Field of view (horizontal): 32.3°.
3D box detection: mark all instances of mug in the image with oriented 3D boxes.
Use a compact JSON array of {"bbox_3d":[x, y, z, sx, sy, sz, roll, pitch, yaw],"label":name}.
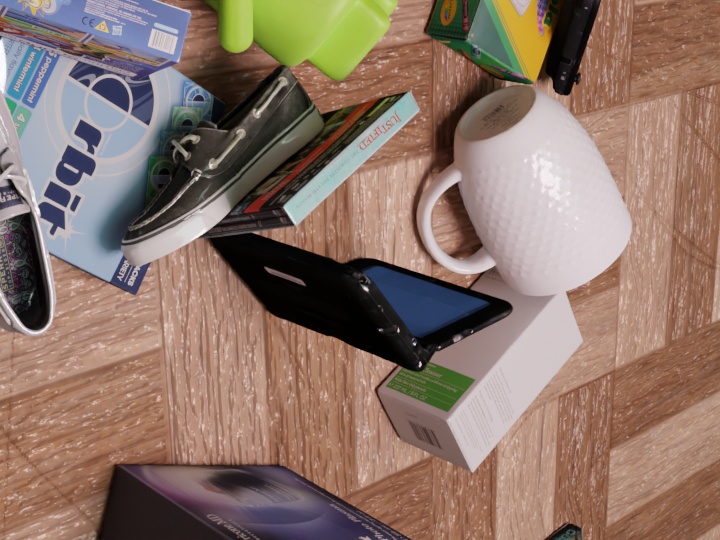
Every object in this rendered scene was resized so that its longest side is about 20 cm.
[{"bbox_3d":[0.150,-0.075,1.245,0.199,0.148,0.176,-31,120,3],"label":"mug"}]

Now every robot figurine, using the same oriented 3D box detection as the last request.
[{"bbox_3d":[-0.068,-0.239,0.955,0.199,0.116,0.176,38,34,-15],"label":"robot figurine"}]

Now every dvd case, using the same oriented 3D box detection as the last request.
[{"bbox_3d":[-0.056,-0.080,0.989,0.146,0.199,0.022,-45,111,-26],"label":"dvd case"}]

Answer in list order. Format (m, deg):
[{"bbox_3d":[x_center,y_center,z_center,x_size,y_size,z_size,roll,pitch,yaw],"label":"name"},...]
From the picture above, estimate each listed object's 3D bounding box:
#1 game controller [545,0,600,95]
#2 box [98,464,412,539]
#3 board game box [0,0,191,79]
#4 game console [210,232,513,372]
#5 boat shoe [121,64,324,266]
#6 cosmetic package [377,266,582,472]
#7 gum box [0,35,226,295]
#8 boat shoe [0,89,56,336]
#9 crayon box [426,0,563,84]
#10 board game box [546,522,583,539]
[{"bbox_3d":[0.222,-0.260,1.239,0.200,0.042,0.105,92,18,-69],"label":"game controller"},{"bbox_3d":[-0.090,0.252,1.058,0.197,0.199,0.125,9,98,-45],"label":"box"},{"bbox_3d":[-0.219,-0.172,0.792,0.198,0.135,0.035,16,88,-22],"label":"board game box"},{"bbox_3d":[0.000,0.000,1.065,0.117,0.199,0.176,-53,132,-19],"label":"game console"},{"bbox_3d":[-0.116,-0.083,0.962,0.200,0.070,0.064,-44,115,-24],"label":"boat shoe"},{"bbox_3d":[0.126,0.098,1.287,0.200,0.107,0.085,-47,130,-25],"label":"cosmetic package"},{"bbox_3d":[-0.215,-0.098,0.934,0.199,0.044,0.171,31,81,-44],"label":"gum box"},{"bbox_3d":[-0.249,-0.047,0.837,0.072,0.068,0.202,-20,117,-37],"label":"boat shoe"},{"bbox_3d":[0.150,-0.299,1.216,0.118,0.058,0.202,20,89,-46],"label":"crayon box"},{"bbox_3d":[0.236,0.433,1.556,0.135,0.028,0.202,-29,122,-34],"label":"board game box"}]
